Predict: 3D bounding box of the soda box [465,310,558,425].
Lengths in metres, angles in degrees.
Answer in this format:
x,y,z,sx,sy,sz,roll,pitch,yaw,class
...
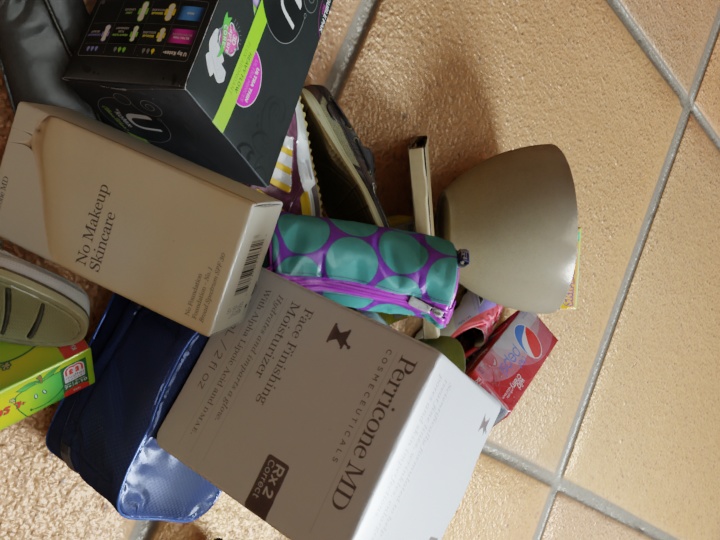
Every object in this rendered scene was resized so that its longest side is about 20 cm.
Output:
x,y,z,sx,sy,sz,roll,pitch,yaw,class
0.180,0.120,0.990,0.070,0.063,0.199,48,36,3,soda box

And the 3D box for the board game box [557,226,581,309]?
x,y,z,sx,sy,sz,roll,pitch,yaw,class
0.235,-0.018,1.007,0.029,0.200,0.098,1,99,-3,board game box

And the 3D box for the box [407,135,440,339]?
x,y,z,sx,sy,sz,roll,pitch,yaw,class
0.074,-0.045,0.890,0.021,0.164,0.205,-4,103,7,box

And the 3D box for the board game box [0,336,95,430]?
x,y,z,sx,sy,sz,roll,pitch,yaw,class
-0.318,0.084,0.599,0.198,0.102,0.048,-28,150,-33,board game box

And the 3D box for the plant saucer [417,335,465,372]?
x,y,z,sx,sy,sz,roll,pitch,yaw,class
0.040,0.153,0.862,0.031,0.199,0.203,32,76,-16,plant saucer

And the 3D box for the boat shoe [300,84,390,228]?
x,y,z,sx,sy,sz,roll,pitch,yaw,class
-0.012,-0.106,0.823,0.064,0.073,0.203,-33,99,-38,boat shoe

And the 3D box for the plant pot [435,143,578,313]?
x,y,z,sx,sy,sz,roll,pitch,yaw,class
0.163,-0.049,0.944,0.131,0.200,0.206,-1,99,-7,plant pot

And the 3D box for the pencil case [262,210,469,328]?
x,y,z,sx,sy,sz,roll,pitch,yaw,class
0.000,0.000,0.754,0.195,0.093,0.086,9,125,-11,pencil case

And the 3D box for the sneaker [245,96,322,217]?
x,y,z,sx,sy,sz,roll,pitch,yaw,class
-0.100,-0.117,0.770,0.089,0.074,0.204,-29,113,-33,sneaker

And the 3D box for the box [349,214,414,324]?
x,y,z,sx,sy,sz,roll,pitch,yaw,class
-0.018,0.016,0.877,0.197,0.048,0.120,-18,109,-39,box

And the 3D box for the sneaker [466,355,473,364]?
x,y,z,sx,sy,sz,roll,pitch,yaw,class
0.112,0.176,1.008,0.198,0.075,0.077,-26,148,-40,sneaker

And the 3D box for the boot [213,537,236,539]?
x,y,z,sx,sy,sz,roll,pitch,yaw,class
-0.080,0.343,0.855,0.156,0.079,0.215,-26,123,-26,boot

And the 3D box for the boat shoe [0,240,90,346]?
x,y,z,sx,sy,sz,roll,pitch,yaw,class
-0.296,-0.004,0.588,0.196,0.075,0.069,20,40,-16,boat shoe

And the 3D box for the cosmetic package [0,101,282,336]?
x,y,z,sx,sy,sz,roll,pitch,yaw,class
-0.170,-0.041,0.592,0.073,0.196,0.106,-26,138,-76,cosmetic package

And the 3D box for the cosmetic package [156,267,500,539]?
x,y,z,sx,sy,sz,roll,pitch,yaw,class
-0.020,0.125,0.641,0.167,0.197,0.165,-63,147,-9,cosmetic package

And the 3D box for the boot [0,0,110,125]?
x,y,z,sx,sy,sz,roll,pitch,yaw,class
-0.227,-0.196,0.655,0.180,0.072,0.203,-30,109,-18,boot

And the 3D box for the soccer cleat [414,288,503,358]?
x,y,z,sx,sy,sz,roll,pitch,yaw,class
0.151,0.063,1.006,0.199,0.072,0.069,-38,119,-28,soccer cleat

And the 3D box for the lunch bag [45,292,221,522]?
x,y,z,sx,sy,sz,roll,pitch,yaw,class
-0.178,0.104,0.702,0.136,0.130,0.203,37,77,-56,lunch bag

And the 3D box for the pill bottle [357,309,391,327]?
x,y,z,sx,sy,sz,roll,pitch,yaw,class
-0.028,0.140,0.809,0.200,0.114,0.114,-47,125,0,pill bottle

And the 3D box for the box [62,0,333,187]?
x,y,z,sx,sy,sz,roll,pitch,yaw,class
-0.125,-0.198,0.655,0.149,0.122,0.204,49,53,-61,box
